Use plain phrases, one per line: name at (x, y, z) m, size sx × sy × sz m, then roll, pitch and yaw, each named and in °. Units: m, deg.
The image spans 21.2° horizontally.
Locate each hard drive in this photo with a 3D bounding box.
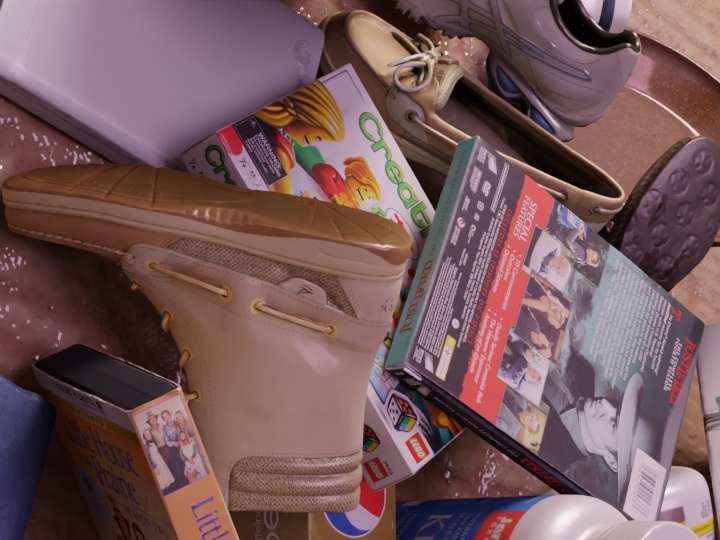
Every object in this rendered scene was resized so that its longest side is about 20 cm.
hard drive at (-0.107, -0.116, 1.003) m, size 0.200 × 0.026 × 0.132 m, roll 31°, pitch 61°, yaw -38°

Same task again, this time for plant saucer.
plant saucer at (0.182, -0.082, 1.237) m, size 0.200 × 0.037 × 0.201 m, roll 20°, pitch 40°, yaw -18°

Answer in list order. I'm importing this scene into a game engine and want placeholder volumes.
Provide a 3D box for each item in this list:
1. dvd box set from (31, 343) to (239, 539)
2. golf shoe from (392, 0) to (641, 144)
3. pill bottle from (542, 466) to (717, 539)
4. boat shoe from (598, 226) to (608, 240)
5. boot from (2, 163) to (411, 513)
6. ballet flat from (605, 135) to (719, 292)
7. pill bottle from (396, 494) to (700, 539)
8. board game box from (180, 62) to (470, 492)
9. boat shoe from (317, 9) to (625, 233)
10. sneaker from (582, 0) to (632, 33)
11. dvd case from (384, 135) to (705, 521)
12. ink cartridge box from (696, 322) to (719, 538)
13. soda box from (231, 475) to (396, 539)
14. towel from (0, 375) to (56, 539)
dvd box set at (-0.085, 0.137, 0.888) m, size 0.029 × 0.146 × 0.201 m, roll -25°, pitch 107°, yaw -22°
golf shoe at (0.082, -0.171, 1.133) m, size 0.200 × 0.097 × 0.078 m, roll 42°, pitch 42°, yaw -5°
pill bottle at (0.175, 0.227, 1.175) m, size 0.109 × 0.109 × 0.201 m, roll -11°, pitch 91°, yaw -47°
boat shoe at (0.090, 0.002, 1.157) m, size 0.200 × 0.070 × 0.071 m, roll -23°, pitch 108°, yaw -54°
boot at (-0.084, 0.034, 0.937) m, size 0.073 × 0.199 × 0.156 m, roll -73°, pitch 173°, yaw -71°
ballet flat at (0.156, 0.010, 1.136) m, size 0.067 × 0.046 × 0.201 m, roll 22°, pitch 95°, yaw -29°
pill bottle at (0.087, 0.176, 1.026) m, size 0.112 × 0.199 × 0.113 m, roll 10°, pitch 75°, yaw -44°
board game box at (0.000, 0.000, 1.013) m, size 0.126 × 0.035 × 0.201 m, roll -35°, pitch 96°, yaw -50°
boat shoe at (0.062, -0.087, 1.106) m, size 0.201 × 0.063 × 0.073 m, roll 43°, pitch 40°, yaw -4°
sneaker at (0.126, -0.239, 1.239) m, size 0.080 × 0.076 × 0.201 m, roll 4°, pitch 68°, yaw -16°
dvd case at (0.106, 0.041, 1.044) m, size 0.200 × 0.022 × 0.147 m, roll 35°, pitch 58°, yaw -29°
ink cartridge box at (0.272, 0.146, 1.235) m, size 0.201 × 0.084 × 0.146 m, roll -89°, pitch 163°, yaw -45°
soda box at (-0.024, 0.152, 1.013) m, size 0.068 × 0.064 × 0.201 m, roll 9°, pitch 77°, yaw -45°
towel at (-0.209, 0.132, 0.836) m, size 0.112 × 0.048 × 0.201 m, roll 36°, pitch 59°, yaw -37°
